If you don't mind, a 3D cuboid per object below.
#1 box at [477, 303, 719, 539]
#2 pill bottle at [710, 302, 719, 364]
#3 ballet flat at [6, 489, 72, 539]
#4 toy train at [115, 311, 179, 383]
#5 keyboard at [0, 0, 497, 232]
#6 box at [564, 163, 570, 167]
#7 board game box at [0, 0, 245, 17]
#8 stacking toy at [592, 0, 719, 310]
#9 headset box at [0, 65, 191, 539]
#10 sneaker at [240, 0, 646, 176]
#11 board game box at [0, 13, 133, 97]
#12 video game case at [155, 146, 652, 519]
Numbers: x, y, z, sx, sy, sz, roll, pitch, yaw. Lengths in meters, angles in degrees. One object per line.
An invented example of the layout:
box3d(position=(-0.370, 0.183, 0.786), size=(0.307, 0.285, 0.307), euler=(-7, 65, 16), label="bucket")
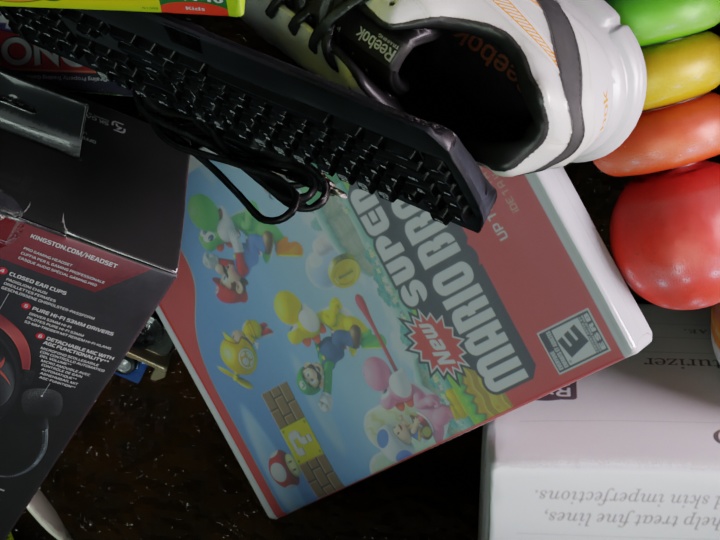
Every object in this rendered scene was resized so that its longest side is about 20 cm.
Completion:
box3d(position=(0.145, 0.128, 0.937), size=(0.197, 0.131, 0.202), euler=(2, 119, 3), label="box")
box3d(position=(0.188, -0.052, 0.845), size=(0.111, 0.112, 0.202), euler=(2, 120, 3), label="pill bottle")
box3d(position=(-0.149, 0.144, 1.008), size=(0.066, 0.067, 0.201), euler=(-18, 116, 1), label="ballet flat")
box3d(position=(-0.161, -0.001, 0.943), size=(0.199, 0.034, 0.046), euler=(23, 122, -8), label="toy train")
box3d(position=(-0.046, -0.048, 0.775), size=(0.199, 0.104, 0.040), euler=(25, 82, 26), label="keyboard")
box3d(position=(0.018, -0.119, 0.856), size=(0.075, 0.050, 0.200), euler=(-35, 112, 21), label="box")
box3d(position=(-0.081, -0.184, 0.751), size=(0.101, 0.202, 0.048), euler=(2, 159, 3), label="board game box")
box3d(position=(0.096, -0.085, 0.815), size=(0.085, 0.085, 0.202), euler=(-11, 97, 10), label="stacking toy")
box3d(position=(-0.161, 0.001, 0.861), size=(0.148, 0.075, 0.200), euler=(20, 132, -18), label="headset box")
box3d(position=(-0.001, -0.095, 0.769), size=(0.199, 0.080, 0.074), euler=(28, 115, 14), label="sneaker")
box3d(position=(-0.173, -0.129, 0.857), size=(0.198, 0.062, 0.201), euler=(5, 121, 0), label="board game box")
box3d(position=(0.000, 0.000, 0.874), size=(0.199, 0.017, 0.144), euler=(-29, 91, 41), label="video game case")
